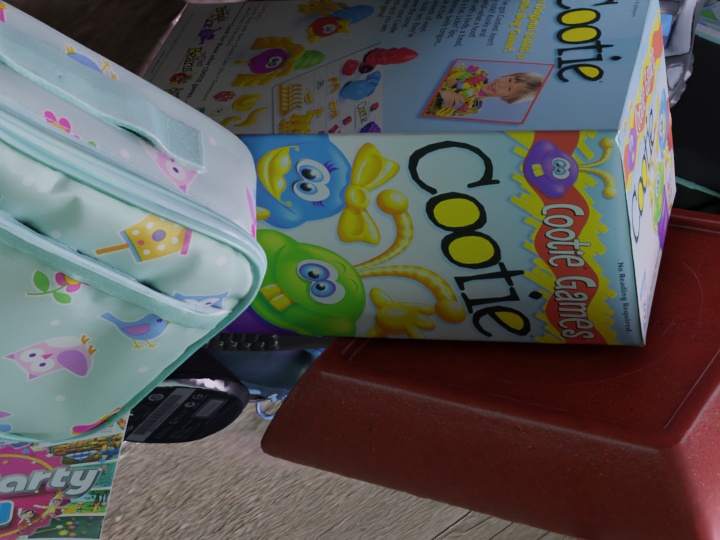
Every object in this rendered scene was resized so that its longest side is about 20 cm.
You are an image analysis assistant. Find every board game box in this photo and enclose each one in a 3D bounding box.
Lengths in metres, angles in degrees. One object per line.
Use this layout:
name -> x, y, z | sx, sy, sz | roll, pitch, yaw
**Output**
board game box -> 0.018, -0.042, 0.712 | 0.105, 0.199, 0.103 | -67, 152, -47
board game box -> -0.199, 0.101, 0.856 | 0.147, 0.064, 0.200 | -4, 140, -21

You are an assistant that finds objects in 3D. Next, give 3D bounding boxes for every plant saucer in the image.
plant saucer -> 0.088, 0.025, 0.725 | 0.200, 0.199, 0.037 | -44, 134, -44

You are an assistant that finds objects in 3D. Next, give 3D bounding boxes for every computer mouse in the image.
computer mouse -> -0.139, 0.039, 0.912 | 0.199, 0.046, 0.140 | 5, 146, -29

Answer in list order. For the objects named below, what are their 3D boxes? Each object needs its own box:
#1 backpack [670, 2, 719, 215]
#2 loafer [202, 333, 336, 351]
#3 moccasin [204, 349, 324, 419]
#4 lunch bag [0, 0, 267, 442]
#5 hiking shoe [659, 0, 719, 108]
backpack -> 0.194, -0.096, 0.965 | 0.200, 0.175, 0.154 | 1, 108, -85
loafer -> 0.000, 0.000, 0.912 | 0.199, 0.071, 0.073 | 6, 138, -15
moccasin -> -0.062, 0.041, 1.061 | 0.068, 0.081, 0.200 | -35, 148, 20
lunch bag -> -0.141, -0.020, 0.623 | 0.199, 0.077, 0.160 | 25, 133, -35
hiking shoe -> 0.117, -0.126, 0.820 | 0.200, 0.087, 0.074 | -54, -162, -25
